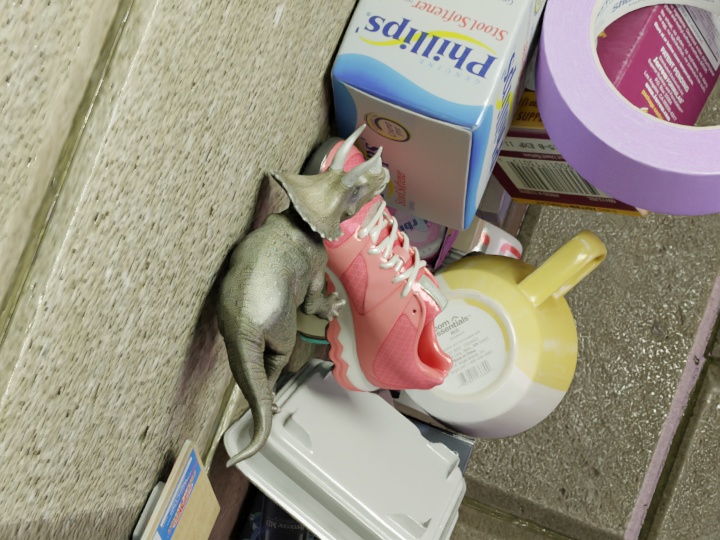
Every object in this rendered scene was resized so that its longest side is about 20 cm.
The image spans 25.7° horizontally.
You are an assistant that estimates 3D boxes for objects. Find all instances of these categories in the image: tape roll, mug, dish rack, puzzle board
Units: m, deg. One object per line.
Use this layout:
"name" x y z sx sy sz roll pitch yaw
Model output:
"tape roll" 0.220 -0.141 1.070 0.066 0.199 0.201 89 23 -68
"mug" 0.095 0.041 1.230 0.153 0.148 0.188 13 95 -77
"dish rack" 0.002 0.133 1.107 0.044 0.171 0.200 -52 178 17
"puzzle board" -0.137 0.211 0.942 0.151 0.017 0.201 87 24 -67

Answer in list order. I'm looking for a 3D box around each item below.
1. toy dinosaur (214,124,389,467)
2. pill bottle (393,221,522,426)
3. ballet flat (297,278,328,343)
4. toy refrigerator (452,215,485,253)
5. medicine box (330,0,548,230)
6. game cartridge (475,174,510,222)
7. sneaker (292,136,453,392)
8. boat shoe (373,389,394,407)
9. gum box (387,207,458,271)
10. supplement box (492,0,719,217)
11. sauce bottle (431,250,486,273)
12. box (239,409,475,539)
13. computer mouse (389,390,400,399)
"toy dinosaur" -0.054 0.014 0.892 0.201 0.076 0.103 -58 155 -33
"pill bottle" 0.080 0.047 1.607 0.114 0.113 0.201 64 47 -78
"ballet flat" 0.000 0.000 1.186 0.200 0.069 0.070 -42 151 -71
"toy refrigerator" 0.105 -0.127 1.495 0.070 0.075 0.202 -37 146 -75
"medicine box" 0.063 -0.158 1.062 0.182 0.102 0.201 84 27 -71
"game cartridge" 0.132 -0.142 1.310 0.133 0.041 0.202 23 86 -79
"sneaker" 0.017 -0.002 1.043 0.074 0.086 0.201 -54 141 -42
"boat shoe" -0.002 0.201 1.463 0.072 0.068 0.202 -130 -144 -62
"gum box" 0.072 -0.114 1.337 0.114 0.066 0.202 -50 158 -71
"supplement box" 0.185 -0.153 1.192 0.103 0.130 0.201 47 63 -38
"sauce bottle" 0.057 0.037 1.435 0.200 0.066 0.066 -37 150 -45
"box" -0.010 0.203 1.259 0.107 0.147 0.202 55 56 -83
"computer mouse" 0.037 0.127 1.474 0.059 0.034 0.202 174 -94 -73
